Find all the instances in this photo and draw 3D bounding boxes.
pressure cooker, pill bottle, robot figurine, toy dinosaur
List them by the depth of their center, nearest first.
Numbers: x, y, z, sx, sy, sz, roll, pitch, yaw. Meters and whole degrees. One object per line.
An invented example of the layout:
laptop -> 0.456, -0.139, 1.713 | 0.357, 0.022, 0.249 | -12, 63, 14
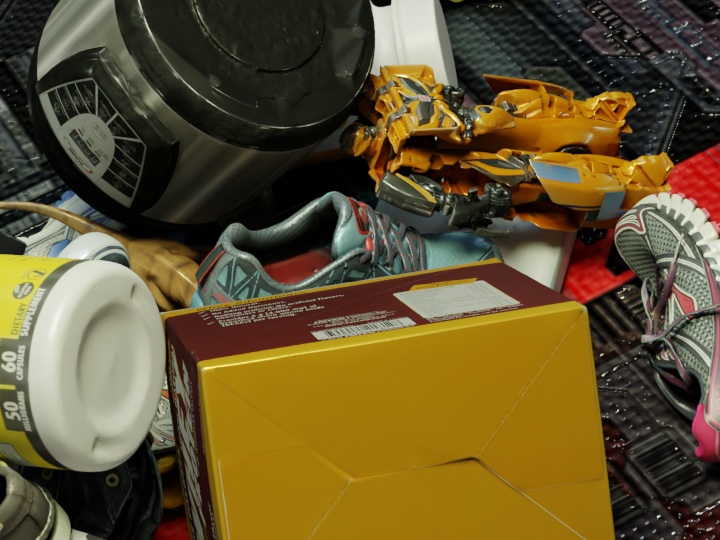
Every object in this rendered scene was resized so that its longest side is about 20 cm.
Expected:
pill bottle -> -0.214, 0.046, 1.396 | 0.199, 0.112, 0.112 | 2, 42, 29
pressure cooker -> -0.103, -0.117, 1.568 | 0.178, 0.200, 0.177 | 15, 63, -26
robot figurine -> 0.083, -0.077, 1.575 | 0.199, 0.059, 0.145 | 6, 34, -23
toy dinosaur -> -0.127, -0.005, 1.589 | 0.199, 0.106, 0.061 | 30, 88, 23
pill bottle -> -0.040, -0.125, 1.713 | 0.198, 0.112, 0.111 | -11, 39, 8

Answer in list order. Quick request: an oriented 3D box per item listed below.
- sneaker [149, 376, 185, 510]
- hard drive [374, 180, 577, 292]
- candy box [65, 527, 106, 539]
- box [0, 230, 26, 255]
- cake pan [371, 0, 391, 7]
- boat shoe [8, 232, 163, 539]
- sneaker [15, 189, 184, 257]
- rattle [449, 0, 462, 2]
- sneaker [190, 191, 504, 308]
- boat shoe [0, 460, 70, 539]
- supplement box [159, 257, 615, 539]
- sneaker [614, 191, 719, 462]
sneaker -> -0.108, 0.089, 1.516 | 0.082, 0.078, 0.199 | -39, 44, -24
hard drive -> 0.065, -0.011, 1.616 | 0.131, 0.027, 0.201 | 1, 42, 19
candy box -> -0.189, 0.218, 1.374 | 0.199, 0.072, 0.168 | 13, 59, 31
box -> -0.331, 0.034, 1.572 | 0.199, 0.104, 0.183 | 15, 83, 32
cake pan -> -0.041, -0.199, 1.769 | 0.199, 0.200, 0.037 | -3, 82, 15
boat shoe -> -0.144, 0.085, 1.464 | 0.091, 0.202, 0.071 | 27, 21, 33
sneaker -> -0.188, 0.012, 1.637 | 0.085, 0.077, 0.200 | 22, 53, 32
rattle -> 0.114, -0.287, 1.840 | 0.199, 0.144, 0.130 | -22, 15, 5
sneaker -> 0.000, 0.000, 1.507 | 0.199, 0.096, 0.079 | -11, 43, -24
boat shoe -> -0.255, 0.135, 1.381 | 0.200, 0.061, 0.072 | -8, 53, 19
supplement box -> 0.008, 0.084, 1.354 | 0.196, 0.134, 0.200 | -9, 8, -9
sneaker -> 0.190, 0.028, 1.487 | 0.074, 0.081, 0.200 | -22, 40, -5
